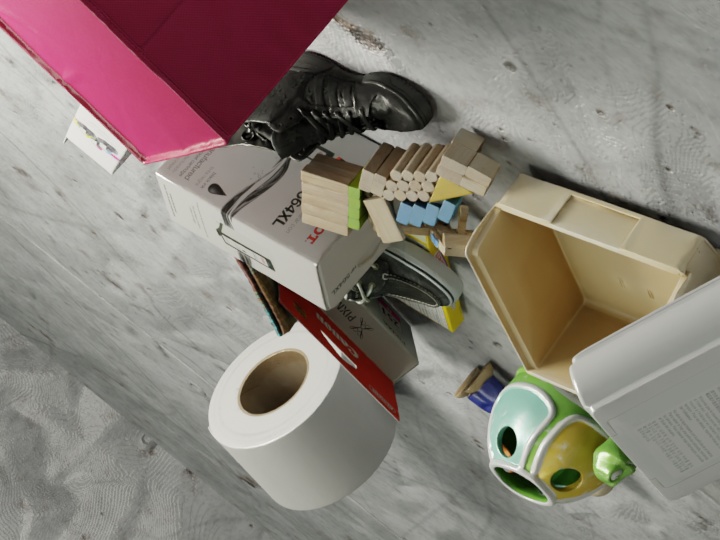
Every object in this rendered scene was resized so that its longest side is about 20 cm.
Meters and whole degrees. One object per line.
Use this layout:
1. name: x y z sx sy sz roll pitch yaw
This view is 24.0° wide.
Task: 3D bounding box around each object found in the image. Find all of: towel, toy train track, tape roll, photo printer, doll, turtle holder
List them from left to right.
1. towel: -0.104 -0.009 1.804 0.147 0.022 0.200 60 -172 -5
2. tape roll: -0.073 0.183 2.148 0.203 0.203 0.139 15 150 49
3. toy train track: 0.078 -0.041 1.520 0.115 0.033 0.200 5 -171 -4
4. doll: 0.200 0.184 1.880 0.200 0.048 0.136 40 163 -3
5. turtle holder: 0.212 0.172 1.699 0.185 0.132 0.141 26 157 33
6. photo printer: 0.281 0.078 1.285 0.166 0.200 0.069 45 -158 -41

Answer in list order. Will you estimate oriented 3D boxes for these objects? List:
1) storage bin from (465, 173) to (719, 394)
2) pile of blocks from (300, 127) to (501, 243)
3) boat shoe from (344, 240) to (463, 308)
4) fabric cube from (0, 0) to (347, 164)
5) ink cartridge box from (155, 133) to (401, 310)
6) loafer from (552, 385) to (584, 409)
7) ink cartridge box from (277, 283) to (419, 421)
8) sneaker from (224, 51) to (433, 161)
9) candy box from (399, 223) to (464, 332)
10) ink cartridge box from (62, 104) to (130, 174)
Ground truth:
1. storage bin: 0.214 0.032 1.424 0.200 0.094 0.199 23 157 39
2. pile of blocks: 0.040 -0.076 1.479 0.200 0.062 0.082 -4 123 32
3. boat shoe: 0.000 0.000 1.666 0.200 0.071 0.072 23 156 6
4. fabric cube: -0.145 -0.226 1.318 0.200 0.199 0.196 45 162 -19
5. ink cartridge box: -0.069 -0.076 1.612 0.200 0.146 0.084 29 154 24
6. loafer: 0.253 0.118 1.584 0.200 0.075 0.070 27 163 30
7. ink cartridge box: -0.014 0.047 1.827 0.200 0.044 0.174 46 -167 -21
8. sneaker: -0.038 -0.132 1.488 0.200 0.104 0.060 23 156 38
9. candy box: 0.048 -0.014 1.728 0.102 0.026 0.200 34 162 26
10. ink cartridge box: -0.237 -0.173 1.746 0.068 0.115 0.200 41 162 -6
